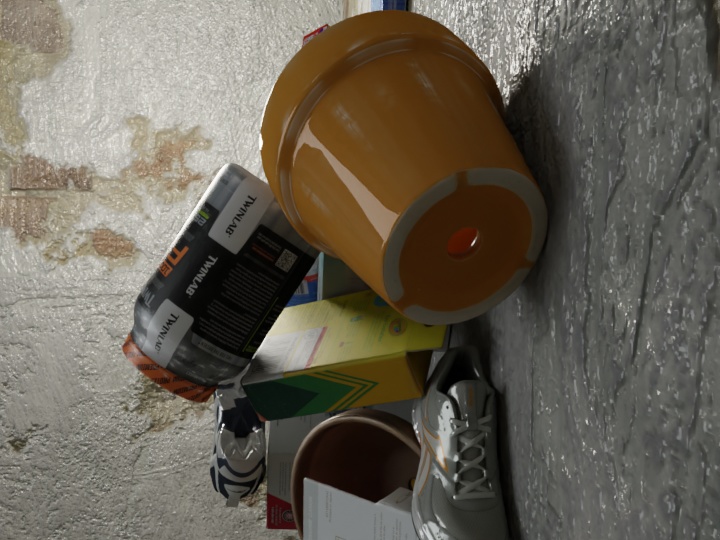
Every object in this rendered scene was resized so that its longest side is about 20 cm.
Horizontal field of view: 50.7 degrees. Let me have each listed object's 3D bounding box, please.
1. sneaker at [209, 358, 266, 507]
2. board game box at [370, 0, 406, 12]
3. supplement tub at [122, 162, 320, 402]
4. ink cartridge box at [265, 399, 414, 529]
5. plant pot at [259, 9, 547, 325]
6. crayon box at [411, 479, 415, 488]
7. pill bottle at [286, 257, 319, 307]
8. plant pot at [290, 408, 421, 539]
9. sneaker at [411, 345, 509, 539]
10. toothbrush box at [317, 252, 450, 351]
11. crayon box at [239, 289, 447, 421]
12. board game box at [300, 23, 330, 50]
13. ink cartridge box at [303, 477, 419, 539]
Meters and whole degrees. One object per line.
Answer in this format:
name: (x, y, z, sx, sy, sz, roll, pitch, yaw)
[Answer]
sneaker: (-0.160, 0.218, 0.997, 0.200, 0.078, 0.131, -109, 30, -52)
board game box: (0.044, -0.449, 1.267, 0.199, 0.043, 0.203, -105, 17, -75)
supplement tub: (-0.128, 0.013, 0.712, 0.201, 0.122, 0.123, -57, 6, -1)
ink cartridge box: (-0.022, 0.242, 1.007, 0.145, 0.197, 0.147, -93, 8, -56)
plant pot: (0.041, -0.064, 0.568, 0.184, 0.197, 0.202, -120, 28, -48)
crayon box: (0.063, 0.326, 0.844, 0.201, 0.051, 0.127, -95, 9, -53)
pill bottle: (-0.064, 0.029, 0.960, 0.202, 0.110, 0.113, 85, -179, -47)
plant pot: (0.033, 0.228, 0.749, 0.092, 0.199, 0.204, -14, -69, -53)
sneaker: (0.081, 0.143, 0.613, 0.201, 0.074, 0.093, -98, 15, -52)
toothbrush box: (0.028, -0.017, 0.806, 0.086, 0.144, 0.202, -98, 11, -57)
crayon box: (-0.001, 0.072, 0.719, 0.127, 0.197, 0.051, -65, -43, -56)
board game box: (-0.007, -0.199, 1.006, 0.199, 0.046, 0.153, 38, -131, -40)
ink cartridge box: (0.026, 0.296, 0.682, 0.043, 0.172, 0.203, -11, -74, -52)
